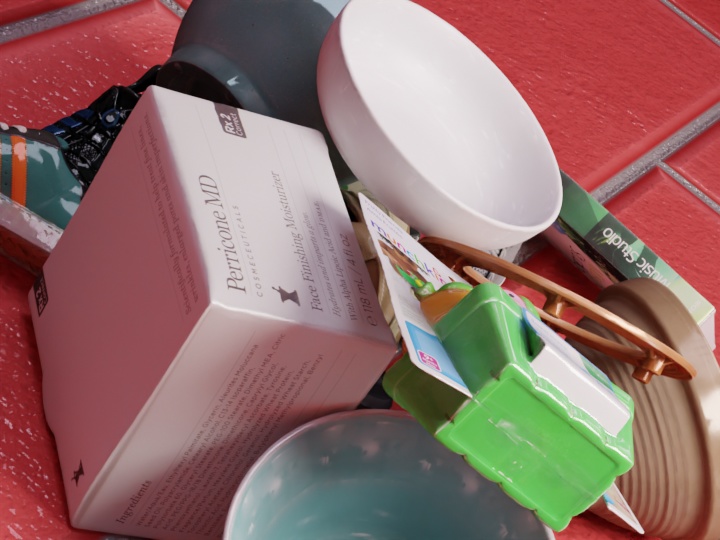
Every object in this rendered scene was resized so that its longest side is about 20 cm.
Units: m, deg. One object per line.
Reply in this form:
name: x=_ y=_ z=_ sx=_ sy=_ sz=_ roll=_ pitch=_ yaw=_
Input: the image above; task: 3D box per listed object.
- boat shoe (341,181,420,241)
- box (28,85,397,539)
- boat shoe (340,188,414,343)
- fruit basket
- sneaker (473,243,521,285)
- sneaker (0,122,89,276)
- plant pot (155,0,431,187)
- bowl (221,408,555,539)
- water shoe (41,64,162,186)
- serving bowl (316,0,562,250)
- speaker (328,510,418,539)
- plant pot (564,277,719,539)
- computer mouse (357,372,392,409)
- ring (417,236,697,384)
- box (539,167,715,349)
boat shoe: x=-0.040 y=-0.049 z=1.537 sx=0.200 sy=0.068 sz=0.072 roll=3 pitch=48 yaw=-18
box: x=-0.099 y=0.032 z=1.219 sx=0.131 sy=0.200 sz=0.199 roll=13 pitch=38 yaw=-31
boat shoe: x=0.000 y=0.000 z=1.413 sx=0.065 sy=0.072 sz=0.200 roll=24 pitch=26 yaw=-15
fruit basket: x=0.082 y=0.047 z=1.137 sx=0.185 sy=0.094 sz=0.200 roll=39 pitch=21 yaw=-25
sneaker: x=0.090 y=-0.019 z=1.558 sx=0.075 sy=0.116 sz=0.200 roll=35 pitch=30 yaw=3
sneaker: x=-0.248 y=-0.070 z=1.334 sx=0.200 sy=0.071 sz=0.080 roll=36 pitch=64 yaw=-8
plant pot: x=-0.064 y=-0.134 z=1.440 sx=0.200 sy=0.200 sz=0.134 roll=42 pitch=60 yaw=16
bowl: x=0.008 y=0.194 z=1.149 sx=0.200 sy=0.105 sz=0.201 roll=8 pitch=56 yaw=-11
water shoe: x=-0.195 y=-0.101 z=1.446 sx=0.071 sy=0.079 sz=0.200 roll=36 pitch=30 yaw=6
serving bowl: x=0.043 y=-0.089 z=1.321 sx=0.200 sy=0.066 sz=0.200 roll=33 pitch=33 yaw=-24
speaker: x=0.047 y=0.178 z=1.268 sx=0.200 sy=0.081 sz=0.081 roll=29 pitch=30 yaw=-9
plant pot: x=0.188 y=0.112 z=1.423 sx=0.093 sy=0.201 sz=0.201 roll=-16 pitch=49 yaw=-15
computer mouse: x=-0.027 y=0.042 z=1.441 sx=0.140 sy=0.046 sz=0.200 roll=18 pitch=32 yaw=-53
ring: x=0.125 y=0.030 z=1.284 sx=0.200 sy=0.019 sz=0.200 roll=27 pitch=-5 yaw=3
box: x=0.217 y=-0.006 z=1.665 sx=0.200 sy=0.036 sz=0.144 roll=42 pitch=-4 yaw=18
